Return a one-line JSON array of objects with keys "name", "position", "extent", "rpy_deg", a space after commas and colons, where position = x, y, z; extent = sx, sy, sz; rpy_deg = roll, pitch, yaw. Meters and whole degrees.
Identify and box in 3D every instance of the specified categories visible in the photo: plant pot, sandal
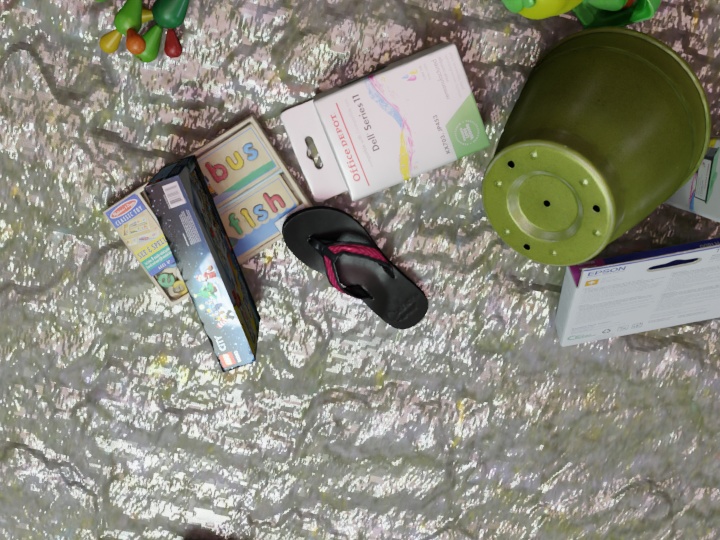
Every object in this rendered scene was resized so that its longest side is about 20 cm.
[{"name": "plant pot", "position": [0.214, -0.105, 0.880], "extent": [0.200, 0.193, 0.201], "rpy_deg": [20, 132, 24]}, {"name": "sandal", "position": [0.000, 0.000, 1.007], "extent": [0.200, 0.045, 0.075], "rpy_deg": [38, 106, -19]}]

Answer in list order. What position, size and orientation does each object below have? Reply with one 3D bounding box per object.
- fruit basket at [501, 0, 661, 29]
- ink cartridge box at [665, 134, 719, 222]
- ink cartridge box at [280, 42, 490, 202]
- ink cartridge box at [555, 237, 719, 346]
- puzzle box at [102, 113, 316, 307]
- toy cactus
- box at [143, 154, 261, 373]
[{"name": "fruit basket", "position": [0.197, -0.311, 0.883], "extent": [0.214, 0.155, 0.217], "rpy_deg": [-1, 96, -14]}, {"name": "ink cartridge box", "position": [0.416, -0.089, 0.931], "extent": [0.144, 0.200, 0.084], "rpy_deg": [7, 102, -5]}, {"name": "ink cartridge box", "position": [0.023, -0.152, 0.966], "extent": [0.199, 0.067, 0.118], "rpy_deg": [-22, 106, 3]}, {"name": "ink cartridge box", "position": [0.317, 0.011, 0.975], "extent": [0.195, 0.200, 0.043], "rpy_deg": [-10, 61, 0]}, {"name": "puzzle box", "position": [-0.165, -0.066, 1.004], "extent": [0.200, 0.025, 0.133], "rpy_deg": [-32, 104, 6]}, {"name": "toy cactus", "position": [-0.187, -0.294, 0.893], "extent": [0.164, 0.102, 0.201], "rpy_deg": [-20, 135, -23]}, {"name": "box", "position": [-0.158, -0.011, 0.935], "extent": [0.038, 0.137, 0.201], "rpy_deg": [-20, 105, 1]}]
